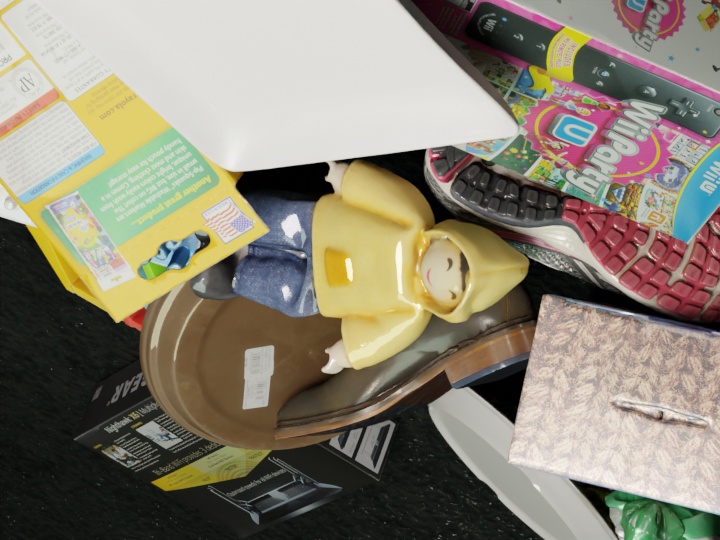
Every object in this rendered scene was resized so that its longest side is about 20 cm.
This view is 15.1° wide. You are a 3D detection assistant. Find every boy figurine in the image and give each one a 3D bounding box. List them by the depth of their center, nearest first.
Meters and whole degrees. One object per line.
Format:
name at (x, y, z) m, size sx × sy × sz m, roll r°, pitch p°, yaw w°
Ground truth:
boy figurine at (0.000, 0.000, 1.543) m, size 0.199 × 0.125 × 0.064 m, roll 10°, pitch -171°, yaw 31°

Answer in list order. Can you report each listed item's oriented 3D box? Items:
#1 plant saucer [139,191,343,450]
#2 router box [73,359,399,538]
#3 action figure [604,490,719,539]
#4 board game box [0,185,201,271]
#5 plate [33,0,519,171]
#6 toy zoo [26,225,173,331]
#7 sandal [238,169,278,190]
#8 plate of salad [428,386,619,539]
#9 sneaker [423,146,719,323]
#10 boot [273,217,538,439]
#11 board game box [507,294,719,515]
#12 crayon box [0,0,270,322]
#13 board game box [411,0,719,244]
plant saucer at (-0.038, 0.039, 1.682) m, size 0.199 × 0.030 × 0.201 m, roll -12°, pitch 132°, yaw -14°
router box at (-0.091, 0.114, 1.939) m, size 0.157 × 0.052 × 0.200 m, roll 33°, pitch 149°, yaw -20°
action figure at (0.191, 0.155, 1.609) m, size 0.117 × 0.055 × 0.200 m, roll 16°, pitch 178°, yaw 24°
board game box at (-0.178, -0.103, 1.568) m, size 0.199 × 0.026 × 0.201 m, roll 17°, pitch 124°, yaw 7°
plate at (-0.046, -0.121, 1.373) m, size 0.199 × 0.033 × 0.199 m, roll -6°, pitch 147°, yaw 36°
toy zoo at (-0.160, -0.012, 1.735) m, size 0.199 × 0.020 × 0.132 m, roll 27°, pitch 152°, yaw 38°
sandal at (-0.081, -0.052, 1.671) m, size 0.075 × 0.048 × 0.201 m, roll -2°, pitch 132°, yaw 36°
plate of salad at (0.111, 0.122, 1.769) m, size 0.200 × 0.048 × 0.200 m, roll 44°, pitch 171°, yaw 9°
sneaker at (0.131, -0.033, 1.541) m, size 0.199 × 0.081 × 0.075 m, roll 28°, pitch 166°, yaw 2°
boot at (0.020, 0.037, 1.651) m, size 0.199 × 0.098 × 0.075 m, roll -22°, pitch 172°, yaw 30°
board game box at (0.185, 0.079, 1.576) m, size 0.158 × 0.098 × 0.200 m, roll 13°, pitch -179°, yaw 13°
crayon box at (-0.149, -0.083, 1.524) m, size 0.125 × 0.052 × 0.200 m, roll -29°, pitch 108°, yaw 30°
board game box at (0.116, -0.107, 1.430) m, size 0.199 × 0.065 × 0.148 m, roll 22°, pitch 151°, yaw -5°
